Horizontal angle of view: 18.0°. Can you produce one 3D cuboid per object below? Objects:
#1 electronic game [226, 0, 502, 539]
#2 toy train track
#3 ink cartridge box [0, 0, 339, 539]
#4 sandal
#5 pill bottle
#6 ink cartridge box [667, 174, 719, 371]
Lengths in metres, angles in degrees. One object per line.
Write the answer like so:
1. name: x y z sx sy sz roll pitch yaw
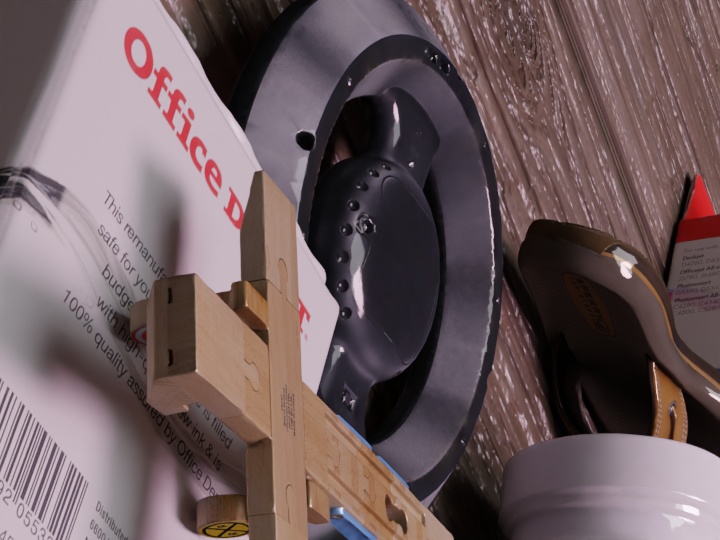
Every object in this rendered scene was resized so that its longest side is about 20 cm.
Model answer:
1. electronic game: 0.000 0.000 0.800 0.200 0.041 0.201 -3 93 -62
2. toy train track: -0.018 0.051 0.574 0.200 0.032 0.115 50 34 -60
3. ink cartridge box: -0.087 0.043 0.559 0.145 0.084 0.201 59 34 -42
4. sandal: 0.119 0.054 0.999 0.055 0.081 0.200 -62 142 -25
5. pill bottle: 0.094 0.172 0.864 0.116 0.115 0.201 43 45 -53
6. ink cartridge box: 0.205 0.049 1.185 0.117 0.067 0.201 62 32 -36
